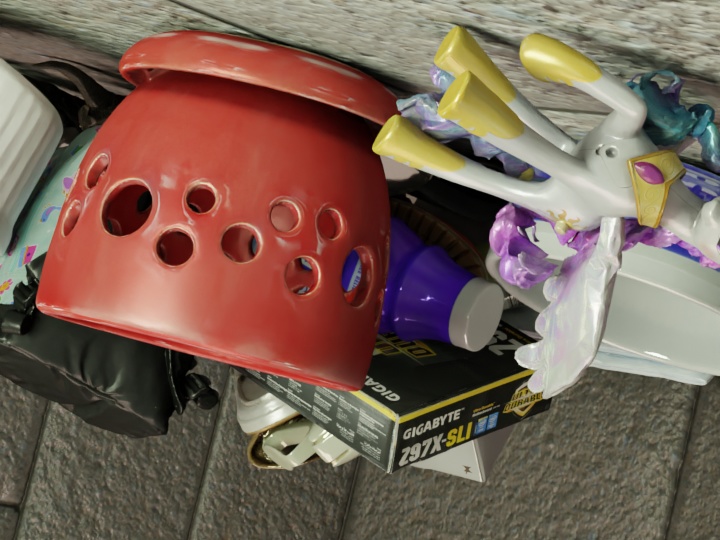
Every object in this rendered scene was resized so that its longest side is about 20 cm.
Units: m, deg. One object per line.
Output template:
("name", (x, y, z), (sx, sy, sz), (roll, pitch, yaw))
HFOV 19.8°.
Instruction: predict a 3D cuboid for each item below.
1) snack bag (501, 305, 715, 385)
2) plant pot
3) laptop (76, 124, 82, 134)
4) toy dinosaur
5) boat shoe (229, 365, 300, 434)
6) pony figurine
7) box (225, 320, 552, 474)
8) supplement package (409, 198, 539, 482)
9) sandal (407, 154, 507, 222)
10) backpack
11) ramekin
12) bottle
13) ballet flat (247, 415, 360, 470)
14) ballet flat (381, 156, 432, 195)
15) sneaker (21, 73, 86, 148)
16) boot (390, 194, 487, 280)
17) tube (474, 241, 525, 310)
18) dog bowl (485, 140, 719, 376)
("snack bag", (0.202, 0.018, 1.487), (0.200, 0.021, 0.189), (10, -147, 34))
("plant pot", (-0.076, -0.037, 1.210), (0.200, 0.183, 0.200), (12, 176, 1))
("laptop", (-0.104, -0.029, 1.581), (0.200, 0.103, 0.177), (-5, -143, -38))
("toy dinosaur", (-0.151, -0.092, 1.498), (0.200, 0.077, 0.102), (20, -165, 11))
("boat shoe", (-0.069, 0.062, 1.517), (0.071, 0.069, 0.200), (-23, -166, 3))
("pony figurine", (0.111, -0.036, 0.998), (0.200, 0.167, 0.193), (30, 165, -12))
("box", (0.013, 0.055, 1.425), (0.159, 0.049, 0.200), (-15, -146, -40))
("supplement package", (0.075, 0.043, 1.607), (0.121, 0.200, 0.120), (12, 140, 25))
("sandal", (0.097, -0.059, 1.480), (0.200, 0.043, 0.076), (10, -171, -46))
("backpack", (-0.164, -0.008, 1.358), (0.126, 0.200, 0.167), (-6, 148, 46))
("ramekin", (-0.286, -0.103, 1.309), (0.200, 0.098, 0.200), (32, 170, 6))
("bottle", (0.000, 0.000, 1.382), (0.200, 0.084, 0.065), (22, 178, 29))
("ballet flat", (-0.025, 0.116, 1.530), (0.068, 0.072, 0.200), (51, 146, -14))
("ballet flat", (-0.040, -0.095, 1.391), (0.200, 0.067, 0.057), (14, -143, 22))
("sneaker", (-0.223, -0.116, 1.637), (0.084, 0.077, 0.200), (-11, 165, 37))
("boot", (0.022, -0.030, 1.469), (0.200, 0.075, 0.107), (26, -158, 29))
("tube", (0.181, -0.013, 1.459), (0.199, 0.052, 0.058), (-10, -148, 8))
("dog bowl", (0.185, -0.005, 1.301), (0.200, 0.079, 0.200), (20, 168, 5))
